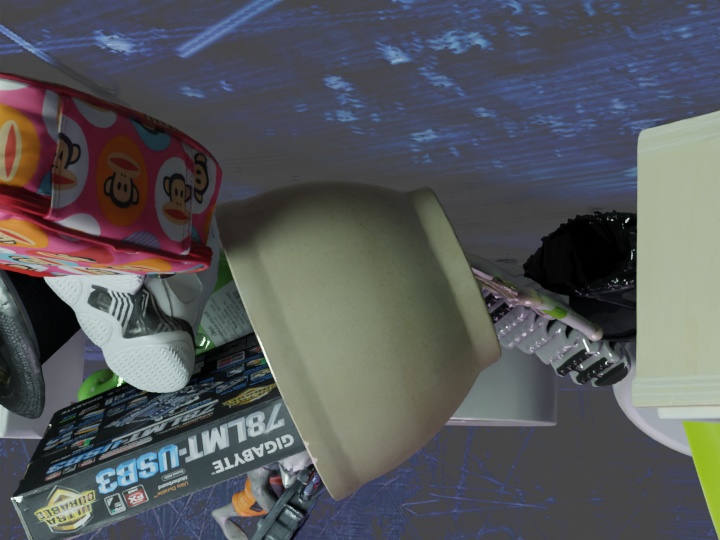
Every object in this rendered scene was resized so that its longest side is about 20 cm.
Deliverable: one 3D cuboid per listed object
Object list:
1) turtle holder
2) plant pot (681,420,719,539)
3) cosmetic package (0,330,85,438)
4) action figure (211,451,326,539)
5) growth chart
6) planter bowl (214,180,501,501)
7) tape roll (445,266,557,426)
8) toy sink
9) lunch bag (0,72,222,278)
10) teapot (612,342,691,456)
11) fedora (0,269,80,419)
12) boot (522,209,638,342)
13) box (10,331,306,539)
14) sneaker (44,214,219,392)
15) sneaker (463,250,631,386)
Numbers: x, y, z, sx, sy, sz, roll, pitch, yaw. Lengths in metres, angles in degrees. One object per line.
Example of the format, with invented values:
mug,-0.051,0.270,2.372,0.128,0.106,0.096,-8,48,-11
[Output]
turtle holder,-0.141,0.065,1.123,0.140,0.186,0.132,26,-173,-8
plant pot,0.324,0.054,0.820,0.198,0.201,0.182,6,147,-28
cosmetic package,-0.374,0.069,1.223,0.199,0.167,0.167,1,172,10
action figure,-0.078,0.161,1.050,0.104,0.200,0.193,38,152,-4
growth chart,0.084,0.006,0.983,0.199,0.018,0.144,22,178,41
planter bowl,0.007,0.025,0.846,0.134,0.201,0.200,-24,171,-1
tape roll,0.085,0.073,1.253,0.201,0.140,0.203,2,171,0
toy sink,0.219,0.027,0.685,0.130,0.201,0.112,6,171,-34
lunch bag,-0.189,-0.046,0.709,0.175,0.082,0.200,2,171,28
teapot,0.340,0.080,1.275,0.199,0.146,0.198,21,149,10
fedora,-0.250,0.009,0.964,0.091,0.201,0.200,-34,-169,-28
boot,0.190,0.006,1.002,0.162,0.074,0.198,8,167,-38
box,-0.137,0.113,0.963,0.199,0.050,0.199,-22,-167,-1
sneaker,-0.158,-0.016,0.931,0.075,0.115,0.200,-2,137,19
sneaker,0.146,0.027,1.145,0.199,0.081,0.075,27,148,-19
